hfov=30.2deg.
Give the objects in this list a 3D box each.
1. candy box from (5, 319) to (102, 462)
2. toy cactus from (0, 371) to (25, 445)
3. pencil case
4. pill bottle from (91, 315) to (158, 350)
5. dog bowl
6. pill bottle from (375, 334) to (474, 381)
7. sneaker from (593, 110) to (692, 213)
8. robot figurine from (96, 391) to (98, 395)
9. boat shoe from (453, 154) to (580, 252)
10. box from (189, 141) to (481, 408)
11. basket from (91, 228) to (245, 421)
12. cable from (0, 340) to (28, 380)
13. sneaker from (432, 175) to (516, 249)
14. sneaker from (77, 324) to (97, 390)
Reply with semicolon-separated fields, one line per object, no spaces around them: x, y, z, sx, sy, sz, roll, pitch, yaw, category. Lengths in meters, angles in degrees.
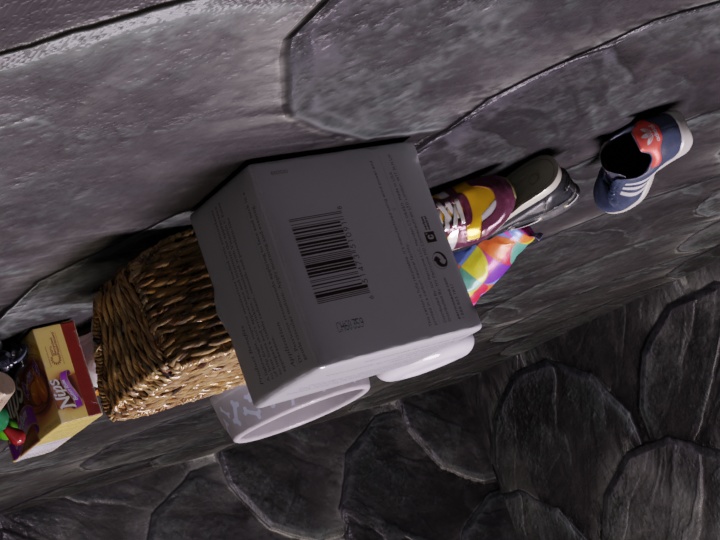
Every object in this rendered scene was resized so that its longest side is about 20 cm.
-0.377;0.146;1.579;0.056;0.117;0.200;-12;168;-35;candy box
-0.444;0.174;1.479;0.165;0.102;0.200;-39;147;28;toy cactus
0.140;-0.002;1.692;0.200;0.088;0.088;-50;159;19;pencil case
-0.191;0.072;1.474;0.111;0.111;0.200;-26;157;30;pill bottle
-0.079;0.147;1.589;0.200;0.059;0.200;-22;169;-5;dog bowl
0.039;0.010;1.419;0.112;0.200;0.112;-19;169;-4;pill bottle
0.313;-0.125;1.602;0.084;0.075;0.200;-17;159;-24;sneaker
-0.287;0.110;1.723;0.200;0.058;0.145;-24;168;20;robot figurine
0.167;-0.065;1.592;0.200;0.072;0.068;-27;143;29;boat shoe
-0.024;0.001;1.260;0.200;0.199;0.131;-12;168;-37;box
-0.175;0.047;1.349;0.200;0.143;0.149;-15;163;-43;basket
-0.471;0.132;1.517;0.163;0.051;0.200;-12;168;-36;cable
0.082;-0.052;1.533;0.200;0.075;0.090;-25;174;21;sneaker
-0.287;0.092;1.580;0.200;0.080;0.074;-30;163;37;sneaker
